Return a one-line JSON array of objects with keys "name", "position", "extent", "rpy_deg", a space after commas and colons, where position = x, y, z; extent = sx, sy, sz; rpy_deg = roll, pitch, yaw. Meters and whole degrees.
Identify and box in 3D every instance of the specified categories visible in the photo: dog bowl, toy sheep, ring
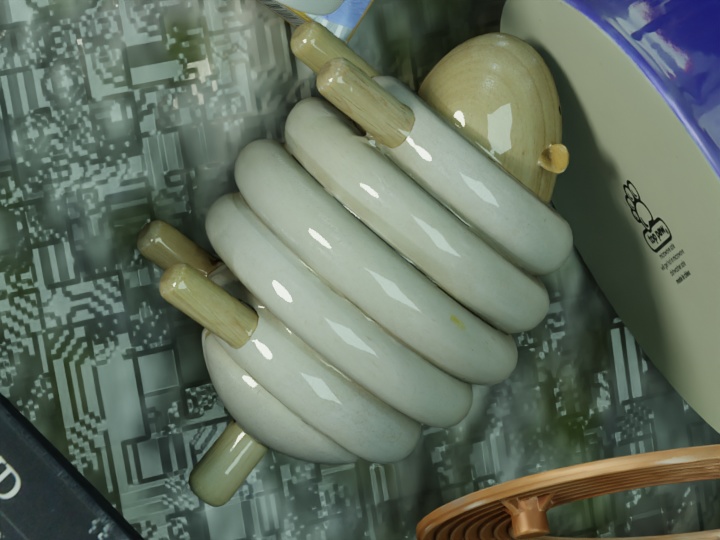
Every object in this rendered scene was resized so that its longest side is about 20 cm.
[{"name": "dog bowl", "position": [0.134, -0.034, 0.833], "extent": [0.078, 0.200, 0.201], "rpy_deg": [-30, 106, -11]}, {"name": "toy sheep", "position": [0.000, 0.000, 0.833], "extent": [0.138, 0.138, 0.200], "rpy_deg": [37, 100, -20]}, {"name": "ring", "position": [0.120, 0.093, 0.852], "extent": [0.199, 0.200, 0.019], "rpy_deg": [0, 72, -19]}]

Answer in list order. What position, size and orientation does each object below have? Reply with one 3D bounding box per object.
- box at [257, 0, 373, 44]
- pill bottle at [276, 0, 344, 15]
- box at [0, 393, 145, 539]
[{"name": "box", "position": [-0.005, -0.198, 0.848], "extent": [0.119, 0.041, 0.201], "rpy_deg": [32, 89, -20]}, {"name": "pill bottle", "position": [0.016, -0.187, 0.753], "extent": [0.112, 0.113, 0.200], "rpy_deg": [31, 111, -20]}, {"name": "box", "position": [-0.152, 0.149, 0.763], "extent": [0.197, 0.118, 0.200], "rpy_deg": [43, 81, 12]}]
